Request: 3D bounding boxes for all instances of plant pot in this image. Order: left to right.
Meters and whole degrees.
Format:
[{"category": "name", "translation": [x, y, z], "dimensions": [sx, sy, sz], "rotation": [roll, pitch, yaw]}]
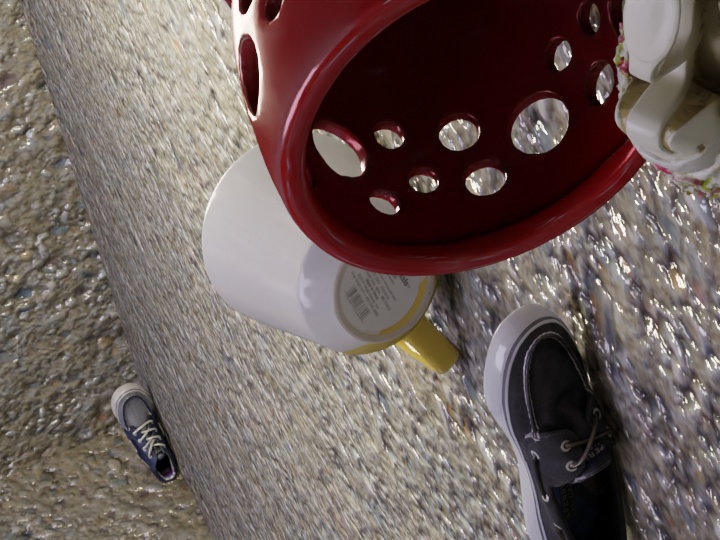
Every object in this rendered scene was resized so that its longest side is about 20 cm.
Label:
[{"category": "plant pot", "translation": [0.031, -0.129, 1.114], "dimensions": [0.201, 0.199, 0.183], "rotation": [82, 169, -52]}]

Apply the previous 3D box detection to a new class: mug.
[{"category": "mug", "translation": [-0.003, -0.009, 1.738], "dimensions": [0.153, 0.185, 0.151], "rotation": [31, 111, 57]}]

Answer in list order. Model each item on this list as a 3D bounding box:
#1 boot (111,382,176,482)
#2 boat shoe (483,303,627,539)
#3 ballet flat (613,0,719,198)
[{"category": "boot", "translation": [-0.370, 0.283, 4.145], "dimensions": [0.090, 0.072, 0.201], "rotation": [49, 167, 39]}, {"category": "boat shoe", "translation": [0.128, 0.111, 1.457], "dimensions": [0.066, 0.070, 0.201], "rotation": [30, 142, 43]}, {"category": "ballet flat", "translation": [0.131, -0.092, 1.001], "dimensions": [0.075, 0.064, 0.201], "rotation": [22, 145, 27]}]
